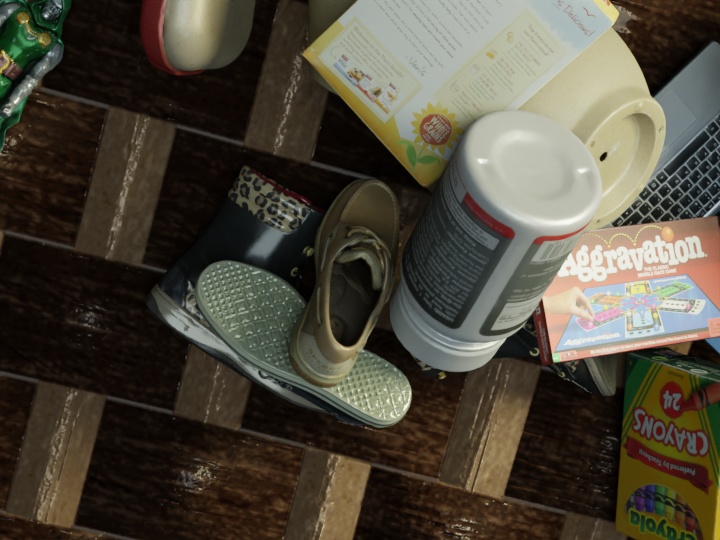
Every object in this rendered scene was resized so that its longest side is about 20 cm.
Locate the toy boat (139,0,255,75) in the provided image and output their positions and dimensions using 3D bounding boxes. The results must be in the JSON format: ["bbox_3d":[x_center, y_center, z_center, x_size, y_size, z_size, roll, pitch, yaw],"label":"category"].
[{"bbox_3d":[-0.155,-0.262,1.484,0.130,0.130,0.201,13,101,18],"label":"toy boat"}]

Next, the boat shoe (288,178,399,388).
[{"bbox_3d":[0.000,0.000,1.473,0.071,0.065,0.201,25,53,-14],"label":"boat shoe"}]

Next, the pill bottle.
[{"bbox_3d":[0.096,-0.018,1.412,0.113,0.114,0.200,14,140,-11],"label":"pill bottle"}]

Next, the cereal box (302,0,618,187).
[{"bbox_3d":[0.074,-0.178,1.389,0.200,0.040,0.144,-40,95,24],"label":"cereal box"}]

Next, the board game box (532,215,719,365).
[{"bbox_3d":[0.224,0.014,1.519,0.199,0.019,0.103,-7,83,-31],"label":"board game box"}]

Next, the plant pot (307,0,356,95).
[{"bbox_3d":[0.032,-0.238,1.489,0.187,0.187,0.201,16,112,-12],"label":"plant pot"}]

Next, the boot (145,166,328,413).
[{"bbox_3d":[-0.063,0.019,1.563,0.200,0.073,0.151,31,94,-10],"label":"boot"}]

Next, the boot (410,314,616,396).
[{"bbox_3d":[0.132,0.060,1.597,0.150,0.200,0.073,-9,64,23],"label":"boot"}]

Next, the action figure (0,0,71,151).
[{"bbox_3d":[-0.308,-0.153,1.506,0.118,0.055,0.200,43,89,-12],"label":"action figure"}]

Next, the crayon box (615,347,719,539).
[{"bbox_3d":[0.287,0.180,1.624,0.051,0.127,0.201,-6,103,-35],"label":"crayon box"}]

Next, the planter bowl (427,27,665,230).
[{"bbox_3d":[0.159,-0.115,1.491,0.200,0.135,0.201,-31,139,-31],"label":"planter bowl"}]

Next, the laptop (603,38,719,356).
[{"bbox_3d":[0.314,-0.056,1.586,0.187,0.116,0.200,-44,111,1],"label":"laptop"}]

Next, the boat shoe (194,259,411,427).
[{"bbox_3d":[-0.051,0.064,1.496,0.200,0.062,0.075,33,71,-6],"label":"boat shoe"}]
